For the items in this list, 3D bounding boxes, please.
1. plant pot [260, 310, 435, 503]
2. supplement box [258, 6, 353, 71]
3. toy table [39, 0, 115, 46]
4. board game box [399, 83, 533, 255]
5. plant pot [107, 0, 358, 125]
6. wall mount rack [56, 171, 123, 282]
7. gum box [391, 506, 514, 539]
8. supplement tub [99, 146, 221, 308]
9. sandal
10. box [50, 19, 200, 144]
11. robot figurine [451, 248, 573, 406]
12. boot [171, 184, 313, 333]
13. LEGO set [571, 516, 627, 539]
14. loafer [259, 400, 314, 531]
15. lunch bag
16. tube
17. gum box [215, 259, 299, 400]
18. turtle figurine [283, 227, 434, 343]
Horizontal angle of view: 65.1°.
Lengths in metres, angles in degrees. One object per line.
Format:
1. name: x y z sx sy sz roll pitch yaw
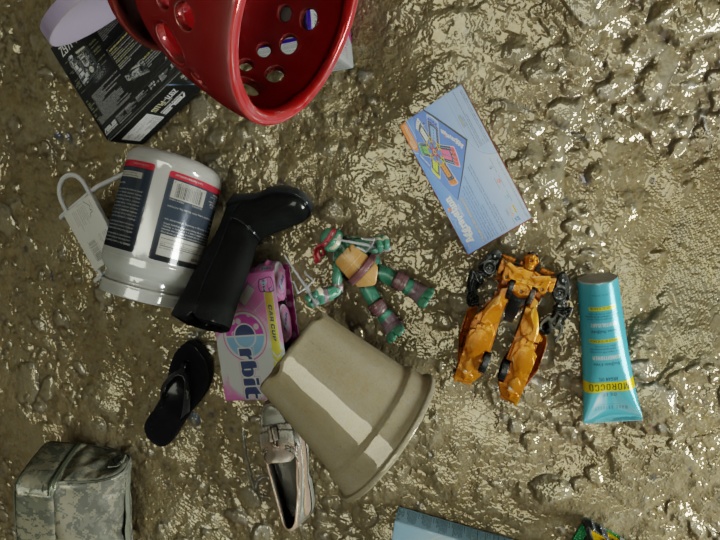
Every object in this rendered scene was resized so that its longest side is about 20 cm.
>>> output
1. plant pot: -0.029 0.164 0.762 0.182 0.201 0.202 40 106 -1
2. supplement box: -0.082 -0.316 0.708 0.100 0.200 0.105 -4 98 16
3. toy table: -0.344 -0.389 0.699 0.197 0.184 0.119 -30 106 5
4. board game box: 0.143 -0.136 0.772 0.101 0.019 0.204 -28 91 16
5. plant pot: -0.118 -0.269 0.522 0.180 0.200 0.204 34 106 15
6. wall mount rack: -0.383 -0.077 0.895 0.171 0.074 0.204 -28 92 20
7. gum box: 0.137 0.474 0.858 0.194 0.044 0.176 10 101 14
8. supplement tub: -0.288 -0.060 0.814 0.136 0.140 0.206 14 87 12
9. sandal: -0.302 0.211 0.932 0.075 0.043 0.204 29 105 8
10. box: -0.325 -0.315 0.831 0.198 0.086 0.166 -35 89 17
11. robot figurine: 0.201 0.070 0.770 0.141 0.058 0.206 20 104 10
12. boot: -0.159 -0.014 0.776 0.161 0.204 0.066 -4 143 38
13. LEGO set: 0.333 0.455 0.765 0.152 0.116 0.203 34 106 7
14. loafer: -0.118 0.305 0.888 0.070 0.063 0.206 -12 96 17
15. lunch bag: -0.473 0.406 0.960 0.162 0.140 0.207 6 104 -4
16. tube: 0.326 0.108 0.753 0.075 0.050 0.206 -7 102 23
17. gum box: -0.158 0.089 0.862 0.110 0.066 0.207 -5 97 16
18. turtle figurine: 0.000 0.000 0.791 0.199 0.101 0.150 39 119 -10
